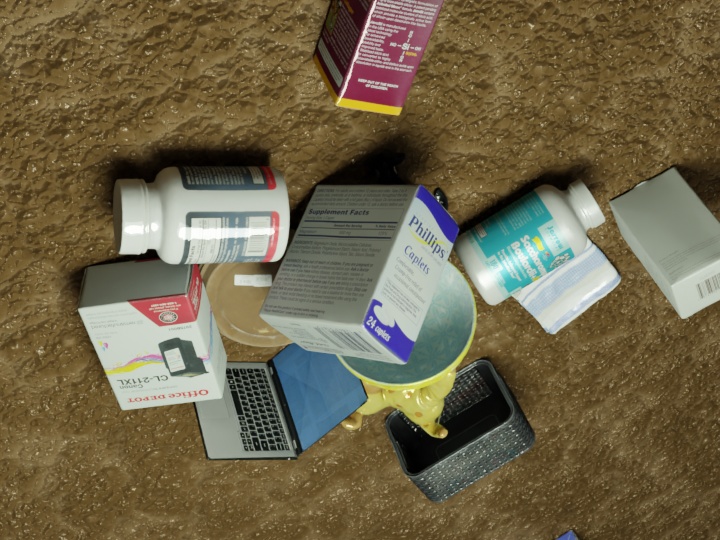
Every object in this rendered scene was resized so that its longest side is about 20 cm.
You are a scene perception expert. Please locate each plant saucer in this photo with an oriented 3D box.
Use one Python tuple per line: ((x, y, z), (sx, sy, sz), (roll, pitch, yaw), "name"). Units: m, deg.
((-0.126, 0.030, 1.515), (0.199, 0.030, 0.201), (-2, 125, -3), "plant saucer")

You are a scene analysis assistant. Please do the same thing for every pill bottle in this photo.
((0.237, -0.046, 1.561), (0.200, 0.111, 0.111), (-32, 133, 7), "pill bottle")
((-0.197, -0.068, 1.370), (0.199, 0.120, 0.120), (-1, 129, -20), "pill bottle")

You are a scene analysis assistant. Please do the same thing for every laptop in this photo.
((-0.121, 0.153, 1.540), (0.199, 0.187, 0.116), (3, 127, -23), "laptop")

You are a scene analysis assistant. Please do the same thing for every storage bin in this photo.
((0.156, 0.253, 1.765), (0.200, 0.135, 0.094), (-33, 132, 8), "storage bin")

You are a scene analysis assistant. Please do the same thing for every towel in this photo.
((0.296, 0.007, 1.688), (0.147, 0.024, 0.200), (-39, 131, 12), "towel")

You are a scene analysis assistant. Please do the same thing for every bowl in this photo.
((0.060, 0.080, 1.512), (0.200, 0.201, 0.108), (-23, 153, -2), "bowl")

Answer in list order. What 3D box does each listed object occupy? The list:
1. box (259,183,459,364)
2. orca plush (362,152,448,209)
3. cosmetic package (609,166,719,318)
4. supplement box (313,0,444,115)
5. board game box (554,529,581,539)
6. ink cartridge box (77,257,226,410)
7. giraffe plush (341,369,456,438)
((0.000, 0.000, 1.405), (0.105, 0.184, 0.200), (41, 64, -41), "box")
((0.075, -0.072, 1.503), (0.105, 0.071, 0.200), (-20, 133, -4), "orca plush")
((0.449, -0.042, 1.585), (0.113, 0.200, 0.081), (-27, 132, 6), "cosmetic package")
((0.025, -0.293, 1.270), (0.085, 0.110, 0.200), (5, 127, -25), "supplement box")
((0.407, 0.626, 2.205), (0.159, 0.097, 0.200), (-34, 132, 9), "board game box")
((-0.268, 0.085, 1.476), (0.145, 0.083, 0.200), (-8, 132, 4), "ink cartridge box")
((0.042, 0.153, 1.631), (0.162, 0.173, 0.201), (1, 112, -7), "giraffe plush")
